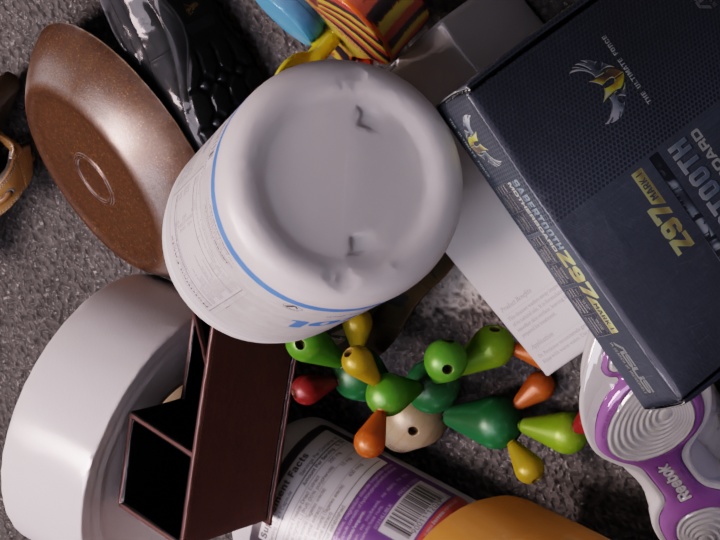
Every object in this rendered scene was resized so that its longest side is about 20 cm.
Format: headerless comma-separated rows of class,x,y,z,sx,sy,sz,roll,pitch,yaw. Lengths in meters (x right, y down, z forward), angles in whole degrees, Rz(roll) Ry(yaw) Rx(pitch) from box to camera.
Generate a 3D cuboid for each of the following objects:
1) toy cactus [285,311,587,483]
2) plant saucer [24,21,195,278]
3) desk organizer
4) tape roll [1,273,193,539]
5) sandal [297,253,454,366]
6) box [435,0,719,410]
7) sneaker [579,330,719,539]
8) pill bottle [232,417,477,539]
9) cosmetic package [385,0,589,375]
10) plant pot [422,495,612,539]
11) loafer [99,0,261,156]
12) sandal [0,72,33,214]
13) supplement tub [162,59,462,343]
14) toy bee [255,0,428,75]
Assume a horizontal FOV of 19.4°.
toy cactus,0.044,0.089,1.323,0.199,0.103,0.165,9,160,-8
plant saucer,-0.163,-0.069,1.385,0.200,0.037,0.201,41,153,26
desk organizer,-0.093,0.068,1.323,0.072,0.077,0.200,27,118,38
tape roll,-0.151,0.106,1.420,0.071,0.202,0.203,23,129,25
sandal,0.000,0.000,1.331,0.082,0.055,0.200,24,137,-16
box,0.159,-0.051,1.103,0.200,0.158,0.051,55,161,-3
sneaker,0.168,0.078,1.199,0.075,0.100,0.200,-18,132,10
pill bottle,-0.016,0.167,1.414,0.200,0.111,0.112,27,130,23
cosmetic package,0.095,-0.054,1.210,0.200,0.081,0.113,53,135,0
plant pot,0.118,0.235,1.273,0.183,0.200,0.201,39,140,47
loafer,-0.118,-0.141,1.334,0.070,0.068,0.201,-15,102,51
sandal,-0.263,-0.059,1.483,0.054,0.082,0.200,24,130,1
supplement tub,-0.031,-0.033,1.155,0.132,0.132,0.200,53,164,-2
toy bee,-0.005,-0.157,1.221,0.131,0.200,0.109,-39,122,12
